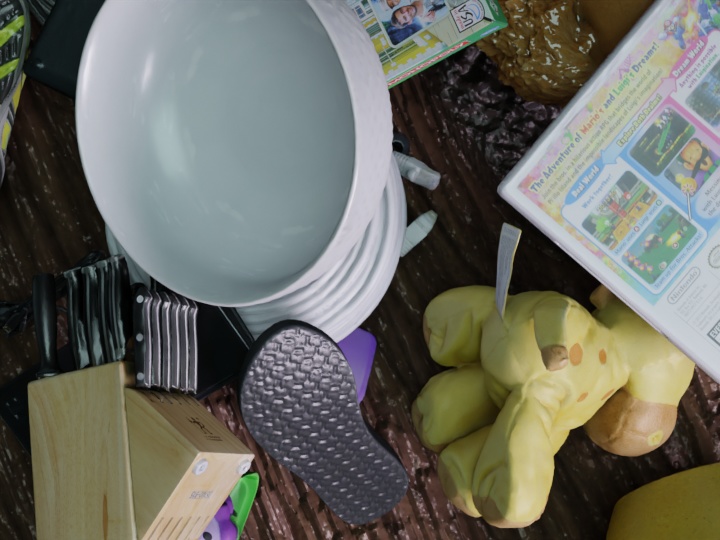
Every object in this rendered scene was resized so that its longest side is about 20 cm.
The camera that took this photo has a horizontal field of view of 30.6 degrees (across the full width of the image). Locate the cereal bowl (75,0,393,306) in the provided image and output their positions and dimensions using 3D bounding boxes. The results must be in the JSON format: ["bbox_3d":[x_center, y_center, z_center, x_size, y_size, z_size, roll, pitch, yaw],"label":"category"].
[{"bbox_3d":[-0.063,-0.084,0.748,0.200,0.083,0.201,6,102,31],"label":"cereal bowl"}]

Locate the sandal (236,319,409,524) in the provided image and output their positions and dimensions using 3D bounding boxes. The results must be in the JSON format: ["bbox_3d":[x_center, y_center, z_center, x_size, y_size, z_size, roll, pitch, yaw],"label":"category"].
[{"bbox_3d":[-0.030,0.098,0.860,0.075,0.048,0.201,-31,134,-4],"label":"sandal"}]

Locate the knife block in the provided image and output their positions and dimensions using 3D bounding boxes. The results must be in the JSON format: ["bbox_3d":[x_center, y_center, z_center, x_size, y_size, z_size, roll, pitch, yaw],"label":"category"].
[{"bbox_3d":[-0.160,0.095,0.781,0.175,0.064,0.200,37,98,27],"label":"knife block"}]

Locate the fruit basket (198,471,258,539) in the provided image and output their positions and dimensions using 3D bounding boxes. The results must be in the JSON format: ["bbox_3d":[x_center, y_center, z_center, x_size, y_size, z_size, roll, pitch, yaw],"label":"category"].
[{"bbox_3d":[-0.106,0.232,0.856,0.215,0.155,0.216,-1,84,12],"label":"fruit basket"}]

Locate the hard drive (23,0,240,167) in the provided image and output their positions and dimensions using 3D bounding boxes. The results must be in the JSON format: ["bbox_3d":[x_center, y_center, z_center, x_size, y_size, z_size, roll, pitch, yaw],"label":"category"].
[{"bbox_3d":[-0.095,-0.145,0.832,0.200,0.033,0.140,26,88,6],"label":"hard drive"}]

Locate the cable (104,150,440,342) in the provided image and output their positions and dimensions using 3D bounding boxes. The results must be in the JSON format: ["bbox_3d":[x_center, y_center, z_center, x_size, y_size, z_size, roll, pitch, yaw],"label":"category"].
[{"bbox_3d":[-0.069,-0.036,0.871,0.200,0.069,0.200,36,89,4],"label":"cable"}]

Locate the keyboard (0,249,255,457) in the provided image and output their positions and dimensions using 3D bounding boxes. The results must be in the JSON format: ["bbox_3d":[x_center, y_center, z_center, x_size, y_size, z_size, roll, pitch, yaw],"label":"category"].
[{"bbox_3d":[-0.169,0.049,0.856,0.200,0.021,0.127,-30,100,25],"label":"keyboard"}]

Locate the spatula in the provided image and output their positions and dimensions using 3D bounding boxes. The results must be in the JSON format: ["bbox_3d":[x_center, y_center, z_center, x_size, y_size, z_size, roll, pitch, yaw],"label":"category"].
[{"bbox_3d":[0.000,0.000,0.912,0.056,0.021,0.201,17,89,-3],"label":"spatula"}]

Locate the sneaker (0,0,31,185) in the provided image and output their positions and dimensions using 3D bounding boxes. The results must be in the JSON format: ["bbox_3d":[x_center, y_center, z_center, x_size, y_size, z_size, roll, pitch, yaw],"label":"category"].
[{"bbox_3d":[-0.258,-0.097,0.869,0.075,0.076,0.200,24,107,-7],"label":"sneaker"}]

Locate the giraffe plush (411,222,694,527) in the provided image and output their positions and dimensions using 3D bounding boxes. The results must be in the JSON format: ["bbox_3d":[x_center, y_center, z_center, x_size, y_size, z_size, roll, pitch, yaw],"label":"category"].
[{"bbox_3d":[0.144,0.065,0.860,0.162,0.173,0.200,2,123,-24],"label":"giraffe plush"}]

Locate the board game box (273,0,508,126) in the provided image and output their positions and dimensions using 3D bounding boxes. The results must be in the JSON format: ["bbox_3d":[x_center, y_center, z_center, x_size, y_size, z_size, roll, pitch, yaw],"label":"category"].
[{"bbox_3d":[-0.014,-0.203,0.773,0.134,0.029,0.200,-26,85,23],"label":"board game box"}]

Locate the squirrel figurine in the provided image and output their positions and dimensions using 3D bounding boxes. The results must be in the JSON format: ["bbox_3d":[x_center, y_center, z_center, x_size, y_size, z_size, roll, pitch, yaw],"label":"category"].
[{"bbox_3d":[0.138,-0.215,0.865,0.200,0.142,0.187,-29,87,-6],"label":"squirrel figurine"}]

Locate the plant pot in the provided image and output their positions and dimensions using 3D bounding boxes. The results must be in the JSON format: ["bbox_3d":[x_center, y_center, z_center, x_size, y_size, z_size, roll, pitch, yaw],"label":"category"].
[{"bbox_3d":[0.236,0.209,0.867,0.199,0.200,0.142,-13,66,-4],"label":"plant pot"}]

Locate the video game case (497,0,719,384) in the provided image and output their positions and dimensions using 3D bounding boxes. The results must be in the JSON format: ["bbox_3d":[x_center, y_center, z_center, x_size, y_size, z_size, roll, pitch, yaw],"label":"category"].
[{"bbox_3d":[0.213,-0.065,0.783,0.182,0.024,0.200,40,89,0],"label":"video game case"}]

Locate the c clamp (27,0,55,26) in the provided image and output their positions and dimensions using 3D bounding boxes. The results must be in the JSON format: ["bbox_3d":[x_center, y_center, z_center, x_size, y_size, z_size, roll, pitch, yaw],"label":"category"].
[{"bbox_3d":[-0.172,-0.250,0.895,0.171,0.027,0.200,30,87,-10],"label":"c clamp"}]
